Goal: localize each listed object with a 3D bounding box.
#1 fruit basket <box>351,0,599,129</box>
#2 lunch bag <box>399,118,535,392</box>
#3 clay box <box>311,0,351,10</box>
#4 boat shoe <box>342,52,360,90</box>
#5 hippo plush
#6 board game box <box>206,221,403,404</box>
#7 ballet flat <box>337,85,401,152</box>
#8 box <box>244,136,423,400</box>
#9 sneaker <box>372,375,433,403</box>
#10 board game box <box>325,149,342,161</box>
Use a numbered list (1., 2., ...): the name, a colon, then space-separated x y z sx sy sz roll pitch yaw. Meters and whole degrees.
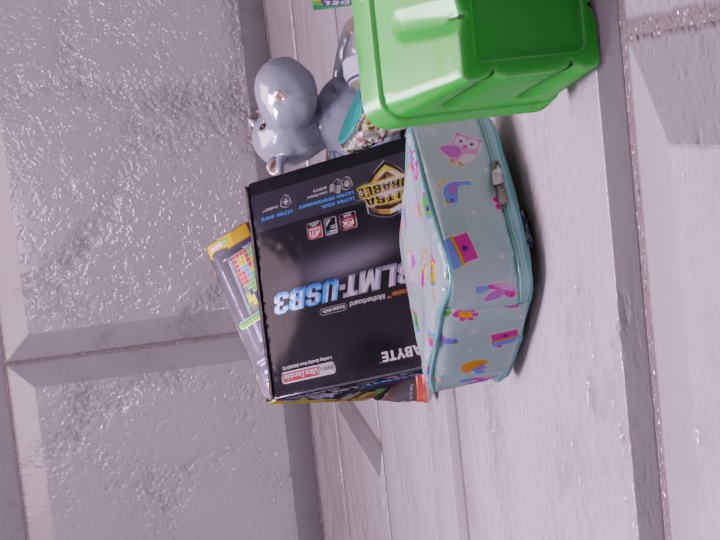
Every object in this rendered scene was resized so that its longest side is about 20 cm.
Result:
1. fruit basket: 0.055 -0.192 0.945 0.215 0.154 0.219 171 90 -66
2. lunch bag: 0.075 -0.016 1.175 0.201 0.076 0.162 94 168 -59
3. clay box: 0.016 -0.266 1.269 0.200 0.113 0.048 103 158 -74
4. boat shoe: 0.027 -0.177 1.469 0.200 0.071 0.063 -169 68 -81
5. hippo plush: -0.041 -0.176 1.659 0.160 0.158 0.202 -104 10 -46
6. board game box: -0.050 0.044 1.544 0.199 0.056 0.167 5 -123 -61
7. ballet flat: 0.030 -0.157 1.340 0.201 0.063 0.076 116 172 -58
8. box: 0.000 0.000 1.384 0.050 0.198 0.201 13 -113 -59
9. sneaker: 0.026 0.042 1.645 0.077 0.081 0.203 101 160 -74
10. board game box: -0.002 -0.040 1.901 0.200 0.061 0.203 103 160 -71
